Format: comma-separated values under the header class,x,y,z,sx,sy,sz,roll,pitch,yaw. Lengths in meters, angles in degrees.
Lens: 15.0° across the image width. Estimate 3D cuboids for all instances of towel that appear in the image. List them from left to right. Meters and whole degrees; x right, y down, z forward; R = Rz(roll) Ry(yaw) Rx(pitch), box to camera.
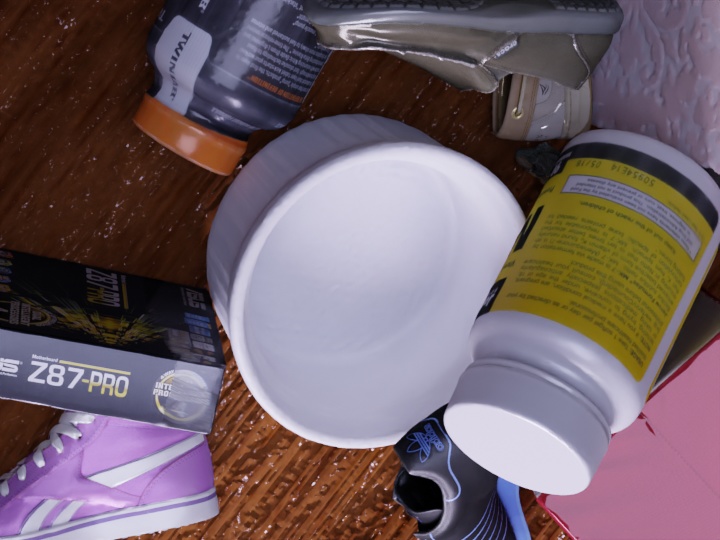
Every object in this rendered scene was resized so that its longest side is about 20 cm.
class,x,y,z,sx,sy,sz,roll,pitch,yaw
towel,0.203,-0.164,1.670,0.032,0.200,0.192,-1,105,-27

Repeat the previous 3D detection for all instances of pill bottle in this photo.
class,x,y,z,sx,sy,sz,roll,pitch,yaw
pill bottle,-0.063,-0.160,1.684,0.106,0.106,0.201,28,97,-11
pill bottle,0.133,0.025,1.634,0.114,0.114,0.200,34,64,-12

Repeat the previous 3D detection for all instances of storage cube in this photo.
class,x,y,z,sx,sy,sz,roll,pitch,yaw
storage cube,0.222,0.138,1.734,0.171,0.200,0.180,-43,96,4

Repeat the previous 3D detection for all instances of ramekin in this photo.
class,x,y,z,sx,sy,sz,roll,pitch,yaw
ramekin,0.000,0.000,1.705,0.200,0.098,0.201,-9,115,-19

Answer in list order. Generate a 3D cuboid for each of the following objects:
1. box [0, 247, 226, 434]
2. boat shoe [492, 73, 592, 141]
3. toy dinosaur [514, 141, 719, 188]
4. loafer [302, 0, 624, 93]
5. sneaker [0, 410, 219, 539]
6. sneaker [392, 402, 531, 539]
class,x,y,z,sx,sy,sz,roll,pitch,yaw
box,-0.168,0.040,1.665,0.160,0.200,0.049,13,101,-8
boat shoe,0.100,-0.176,1.716,0.069,0.074,0.201,-10,103,-10
toy dinosaur,0.199,-0.047,1.753,0.199,0.048,0.088,-1,138,9
loafer,0.061,-0.137,1.645,0.199,0.075,0.070,2,116,-16
sneaker,-0.197,0.121,1.750,0.200,0.073,0.115,-13,99,-14
sneaker,0.060,0.149,1.736,0.078,0.070,0.200,-24,143,-12
